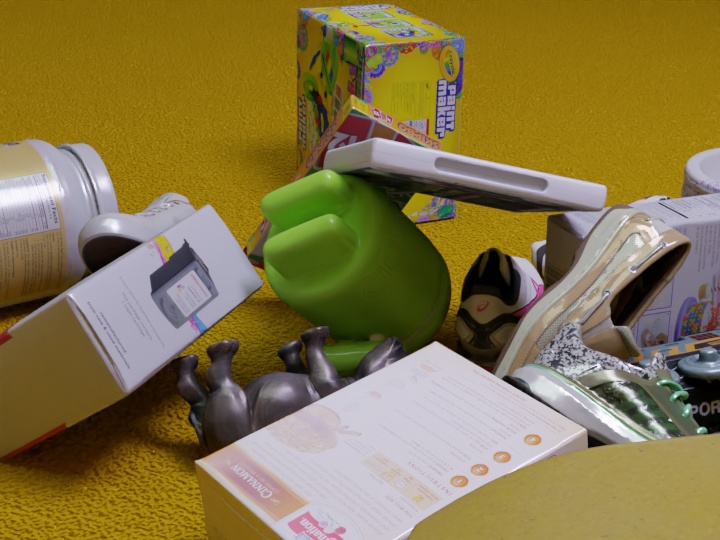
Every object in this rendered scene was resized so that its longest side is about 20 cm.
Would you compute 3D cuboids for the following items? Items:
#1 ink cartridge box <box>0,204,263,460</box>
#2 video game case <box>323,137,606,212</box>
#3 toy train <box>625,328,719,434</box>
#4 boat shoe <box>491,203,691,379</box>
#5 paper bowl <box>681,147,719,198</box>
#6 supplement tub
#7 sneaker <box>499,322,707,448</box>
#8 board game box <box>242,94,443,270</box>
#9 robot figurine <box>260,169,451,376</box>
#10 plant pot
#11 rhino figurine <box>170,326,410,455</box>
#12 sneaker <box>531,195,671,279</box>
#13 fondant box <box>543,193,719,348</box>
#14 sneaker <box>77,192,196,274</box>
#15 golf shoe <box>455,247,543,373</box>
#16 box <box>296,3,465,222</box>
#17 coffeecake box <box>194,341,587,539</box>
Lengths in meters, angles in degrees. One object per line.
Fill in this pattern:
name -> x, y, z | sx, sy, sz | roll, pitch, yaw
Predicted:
ink cartridge box -> -0.188, 0.044, 1.004 | 0.147, 0.086, 0.200 | -29, 7, 31
video game case -> 0.074, -0.072, 1.050 | 0.180, 0.024, 0.200 | 11, 0, -12
toy train -> 0.245, 0.092, 1.007 | 0.198, 0.086, 0.114 | -10, 11, -20
boat shoe -> 0.164, 0.044, 0.946 | 0.076, 0.201, 0.072 | 27, -11, 40
paper bowl -> 0.417, -0.049, 1.317 | 0.199, 0.105, 0.201 | 0, 23, 0
supplement tub -> -0.332, -0.039, 1.197 | 0.199, 0.147, 0.145 | -14, 27, -33
sneaker -> 0.194, 0.095, 0.872 | 0.199, 0.077, 0.089 | 29, 68, 15
board game box -> -0.021, -0.056, 1.181 | 0.095, 0.200, 0.030 | 25, 35, -21
robot figurine -> 0.000, 0.000, 1.081 | 0.115, 0.200, 0.177 | -23, 53, 22
plant pot -> 0.107, 0.196, 0.607 | 0.198, 0.197, 0.194 | 0, 21, 19
rhino figurine -> -0.037, 0.091, 0.991 | 0.198, 0.088, 0.060 | -7, -16, -22
sneaker -> 0.242, -0.034, 1.313 | 0.080, 0.074, 0.199 | 17, 27, 38
fondant box -> 0.247, 0.020, 1.086 | 0.198, 0.146, 0.058 | -7, 22, -20
sneaker -> -0.188, -0.032, 1.165 | 0.072, 0.085, 0.200 | -21, -18, 16
golf shoe -> 0.127, 0.019, 1.154 | 0.072, 0.093, 0.200 | 4, 21, 11
box -> 0.016, -0.176, 1.477 | 0.121, 0.202, 0.193 | -9, 25, -23
coffeecake box -> 0.021, 0.139, 0.842 | 0.199, 0.074, 0.153 | -24, 32, -28
